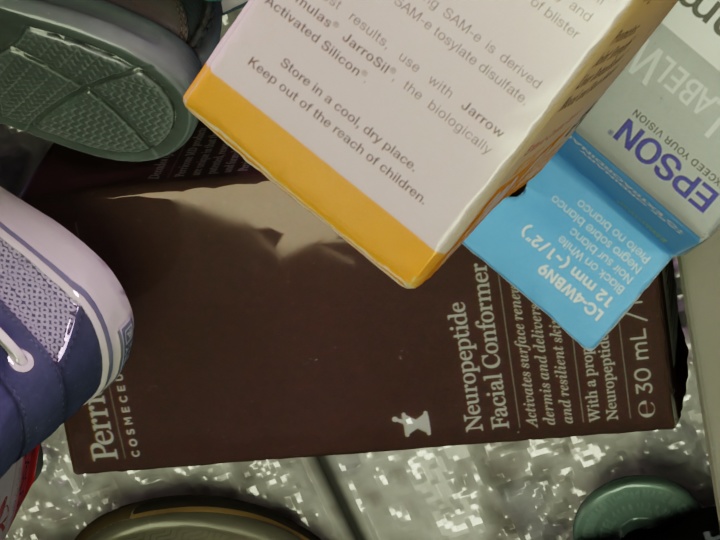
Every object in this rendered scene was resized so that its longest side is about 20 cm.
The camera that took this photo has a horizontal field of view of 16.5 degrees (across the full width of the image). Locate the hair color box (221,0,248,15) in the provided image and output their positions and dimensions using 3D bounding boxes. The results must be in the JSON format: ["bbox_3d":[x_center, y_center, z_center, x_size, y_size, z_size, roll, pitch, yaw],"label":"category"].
[{"bbox_3d":[-0.026,-0.143,0.744,0.199,0.061,0.100,-23,110,16],"label":"hair color box"}]

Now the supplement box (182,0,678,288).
[{"bbox_3d":[0.058,-0.104,0.573,0.073,0.126,0.200,39,113,5],"label":"supplement box"}]

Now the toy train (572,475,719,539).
[{"bbox_3d":[0.154,0.113,0.824,0.199,0.085,0.114,-19,123,12],"label":"toy train"}]

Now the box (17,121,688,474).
[{"bbox_3d":[0.000,0.000,0.797,0.199,0.075,0.101,-5,112,12],"label":"box"}]

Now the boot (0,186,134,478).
[{"bbox_3d":[-0.168,-0.009,0.721,0.199,0.090,0.073,30,130,11],"label":"boot"}]

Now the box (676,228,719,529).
[{"bbox_3d":[0.140,0.061,0.732,0.068,0.201,0.082,-13,150,12],"label":"box"}]

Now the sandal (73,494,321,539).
[{"bbox_3d":[-0.018,0.154,0.873,0.082,0.055,0.200,-41,103,21],"label":"sandal"}]

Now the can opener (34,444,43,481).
[{"bbox_3d":[-0.127,-0.015,0.804,0.053,0.067,0.201,33,144,37],"label":"can opener"}]

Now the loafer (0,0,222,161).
[{"bbox_3d":[-0.133,-0.097,0.705,0.199,0.063,0.072,25,142,-12],"label":"loafer"}]

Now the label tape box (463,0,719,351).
[{"bbox_3d":[0.067,-0.085,0.678,0.143,0.066,0.200,40,111,2],"label":"label tape box"}]

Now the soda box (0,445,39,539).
[{"bbox_3d":[-0.200,0.032,0.776,0.199,0.064,0.070,19,132,3],"label":"soda box"}]
